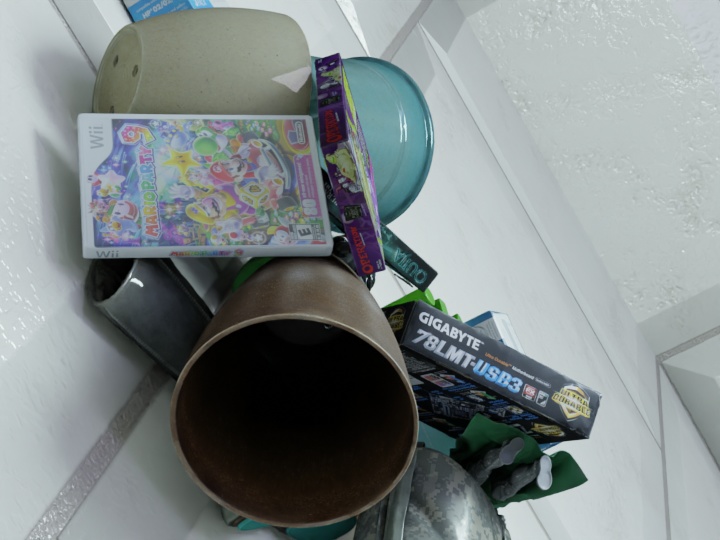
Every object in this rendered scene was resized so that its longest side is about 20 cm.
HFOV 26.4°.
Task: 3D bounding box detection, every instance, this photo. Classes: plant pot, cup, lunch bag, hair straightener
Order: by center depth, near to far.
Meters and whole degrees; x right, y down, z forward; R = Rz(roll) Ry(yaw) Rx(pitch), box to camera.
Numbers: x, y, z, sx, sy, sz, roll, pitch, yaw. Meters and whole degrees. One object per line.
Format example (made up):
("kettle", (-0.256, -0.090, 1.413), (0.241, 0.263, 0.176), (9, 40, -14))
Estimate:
("plant pot", (-0.048, 0.068, 1.225), (0.187, 0.186, 0.200), (55, 16, -23))
("lunch bag", (0.054, 0.270, 1.324), (0.201, 0.138, 0.169), (-76, 151, -50))
("cup", (-0.156, -0.152, 1.379), (0.142, 0.200, 0.201), (13, 46, -32))
("hair straightener", (0.000, 0.000, 1.391), (0.077, 0.041, 0.200), (54, -8, -1))
("plant pot", (-0.053, -0.146, 1.645), (0.196, 0.199, 0.202), (6, 57, -59))

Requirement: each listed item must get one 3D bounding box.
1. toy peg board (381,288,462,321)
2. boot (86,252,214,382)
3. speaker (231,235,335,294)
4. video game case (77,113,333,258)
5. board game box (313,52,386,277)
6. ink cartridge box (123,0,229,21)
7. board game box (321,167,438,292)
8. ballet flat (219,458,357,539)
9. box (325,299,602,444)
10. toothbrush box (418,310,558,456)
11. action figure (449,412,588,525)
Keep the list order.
("toy peg board", (0.082, 0.127, 1.755), (0.200, 0.097, 0.200), (39, 28, -51))
("boot", (-0.146, 0.032, 1.305), (0.200, 0.072, 0.182), (46, 24, -27))
("speaker", (-0.061, 0.012, 1.529), (0.089, 0.088, 0.200), (62, 17, 0))
("video game case", (-0.129, -0.071, 1.254), (0.018, 0.198, 0.144), (105, -20, -51))
("board game box", (-0.010, -0.094, 1.299), (0.200, 0.032, 0.121), (-96, 166, -63))
("ink cartridge box", (-0.228, -0.347, 1.612), (0.201, 0.068, 0.115), (61, 17, -4))
("board game box", (-0.025, -0.063, 1.457), (0.200, 0.028, 0.135), (41, -2, -35))
("ballet flat", (-0.061, 0.189, 1.305), (0.064, 0.067, 0.200), (62, 15, 23))
("box", (0.080, 0.098, 1.366), (0.197, 0.200, 0.050), (26, 72, -19))
("toothbrush box", (0.083, 0.149, 1.548), (0.147, 0.199, 0.085), (65, 13, 11))
("action figure", (0.110, 0.200, 1.418), (0.118, 0.200, 0.055), (35, 59, -6))
